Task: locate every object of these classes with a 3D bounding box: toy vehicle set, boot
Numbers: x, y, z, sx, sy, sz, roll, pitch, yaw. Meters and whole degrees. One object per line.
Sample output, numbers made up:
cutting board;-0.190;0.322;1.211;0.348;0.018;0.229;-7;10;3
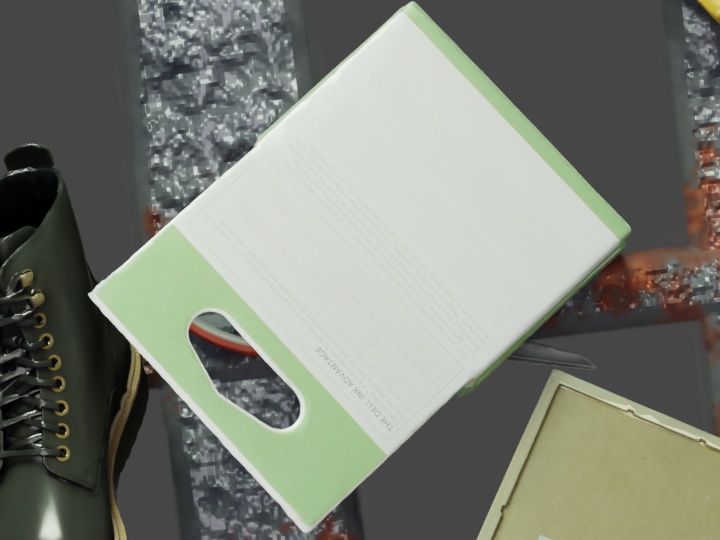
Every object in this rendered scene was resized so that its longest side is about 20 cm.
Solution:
toy vehicle set;0.102;0.158;1.325;0.124;0.027;0.201;23;78;8
boot;-0.146;0.059;1.280;0.077;0.201;0.139;-7;132;7

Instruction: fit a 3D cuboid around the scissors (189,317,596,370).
scissors;0.004;0.028;1.374;0.199;0.014;0.074;26;90;7

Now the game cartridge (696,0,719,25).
game cartridge;0.175;-0.234;1.322;0.200;0.032;0.176;-43;69;5

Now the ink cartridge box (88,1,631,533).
ink cartridge box;0.000;0.000;1.329;0.200;0.048;0.146;-42;84;-11
